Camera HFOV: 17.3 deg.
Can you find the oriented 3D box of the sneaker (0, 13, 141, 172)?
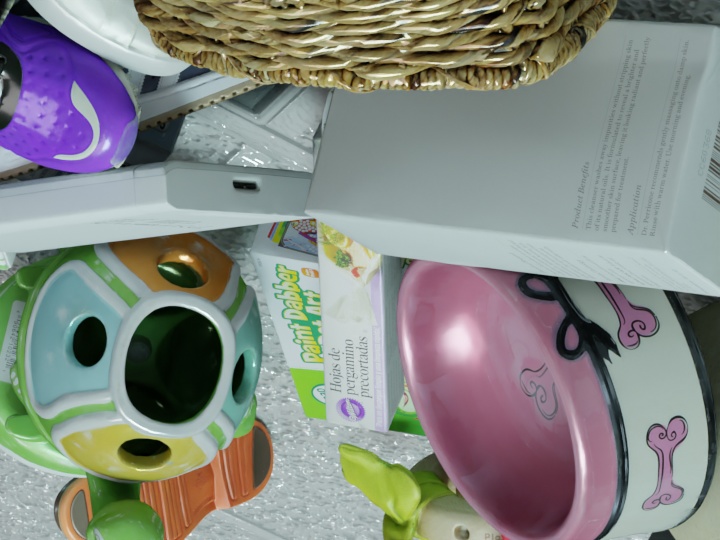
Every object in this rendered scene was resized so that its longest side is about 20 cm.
[{"bbox_3d":[-0.203,-0.098,1.120,0.200,0.099,0.070,31,117,14],"label":"sneaker"}]

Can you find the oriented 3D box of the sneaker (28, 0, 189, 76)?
[{"bbox_3d":[-0.128,-0.174,1.087,0.085,0.073,0.200,-22,119,42],"label":"sneaker"}]

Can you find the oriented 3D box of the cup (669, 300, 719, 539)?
[{"bbox_3d":[0.227,0.089,1.285,0.200,0.201,0.143,41,166,-36],"label":"cup"}]

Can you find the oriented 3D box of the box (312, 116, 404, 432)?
[{"bbox_3d":[0.000,0.000,1.308,0.039,0.041,0.200,9,130,15],"label":"box"}]

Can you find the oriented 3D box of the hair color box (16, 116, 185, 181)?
[{"bbox_3d":[-0.197,-0.108,1.276,0.200,0.061,0.099,26,150,-13],"label":"hair color box"}]

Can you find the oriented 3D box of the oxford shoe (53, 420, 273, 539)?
[{"bbox_3d":[-0.143,0.145,1.582,0.073,0.072,0.200,-1,-174,35],"label":"oxford shoe"}]

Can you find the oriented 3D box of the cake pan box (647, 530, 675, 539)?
[{"bbox_3d":[0.248,0.178,1.405,0.052,0.185,0.200,39,146,-26],"label":"cake pan box"}]

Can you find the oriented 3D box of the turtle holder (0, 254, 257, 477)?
[{"bbox_3d":[-0.160,0.057,1.490,0.185,0.141,0.132,-16,179,-21],"label":"turtle holder"}]

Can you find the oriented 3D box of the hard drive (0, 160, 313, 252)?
[{"bbox_3d":[-0.139,-0.031,1.227,0.199,0.027,0.132,-6,176,33],"label":"hard drive"}]

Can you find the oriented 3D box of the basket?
[{"bbox_3d":[0.003,-0.129,1.049,0.199,0.143,0.149,6,149,19],"label":"basket"}]

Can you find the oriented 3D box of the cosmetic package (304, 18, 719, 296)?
[{"bbox_3d":[0.082,-0.059,1.122,0.199,0.113,0.081,9,169,34],"label":"cosmetic package"}]

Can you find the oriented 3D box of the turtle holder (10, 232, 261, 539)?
[{"bbox_3d":[-0.132,0.063,1.347,0.141,0.186,0.132,38,172,-18],"label":"turtle holder"}]

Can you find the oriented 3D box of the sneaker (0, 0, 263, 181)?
[{"bbox_3d":[-0.113,-0.126,1.187,0.199,0.109,0.070,-20,-175,6],"label":"sneaker"}]

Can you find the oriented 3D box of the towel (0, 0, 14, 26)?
[{"bbox_3d":[-0.243,-0.119,1.061,0.200,0.193,0.035,32,-172,32],"label":"towel"}]

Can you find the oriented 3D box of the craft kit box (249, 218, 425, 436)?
[{"bbox_3d":[0.048,0.039,1.418,0.197,0.049,0.200,11,150,17],"label":"craft kit box"}]

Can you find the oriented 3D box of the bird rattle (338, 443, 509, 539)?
[{"bbox_3d":[0.087,0.142,1.481,0.199,0.163,0.113,-3,108,29],"label":"bird rattle"}]

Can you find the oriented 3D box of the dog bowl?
[{"bbox_3d":[0.093,0.055,1.224,0.200,0.074,0.201,44,146,41],"label":"dog bowl"}]

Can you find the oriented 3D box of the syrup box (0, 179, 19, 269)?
[{"bbox_3d":[-0.289,-0.071,1.370,0.199,0.079,0.082,11,151,11],"label":"syrup box"}]
